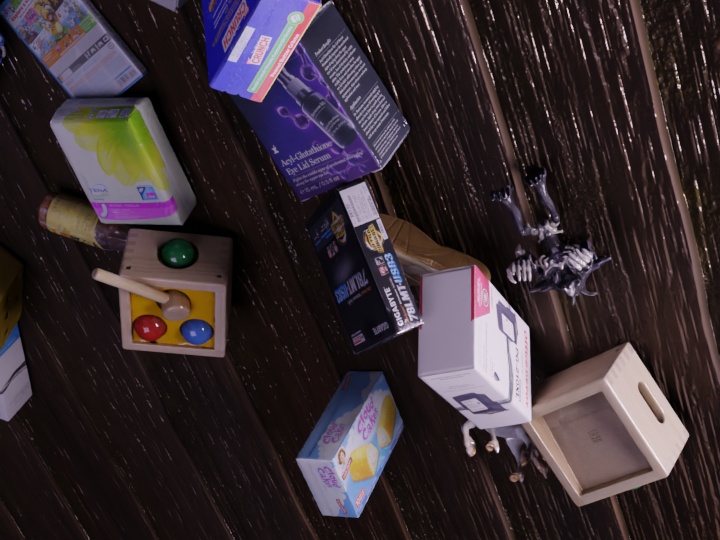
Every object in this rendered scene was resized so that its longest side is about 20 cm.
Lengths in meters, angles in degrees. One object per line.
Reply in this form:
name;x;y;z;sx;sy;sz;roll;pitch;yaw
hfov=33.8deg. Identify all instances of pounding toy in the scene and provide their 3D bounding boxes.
pounding toy;-0.286;0.033;1.745;0.182;0.143;0.201;5;135;-3
pounding toy;0.341;0.224;1.634;0.183;0.142;0.201;-30;97;41

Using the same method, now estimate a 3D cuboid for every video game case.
video game case;-0.406;-0.324;1.669;0.142;0.018;0.200;-26;110;41

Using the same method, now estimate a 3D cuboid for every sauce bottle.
sauce bottle;-0.402;-0.066;1.838;0.198;0.066;0.067;19;133;17

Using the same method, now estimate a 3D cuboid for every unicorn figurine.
unicorn figurine;0.196;0.213;1.706;0.073;0.138;0.200;-22;128;28

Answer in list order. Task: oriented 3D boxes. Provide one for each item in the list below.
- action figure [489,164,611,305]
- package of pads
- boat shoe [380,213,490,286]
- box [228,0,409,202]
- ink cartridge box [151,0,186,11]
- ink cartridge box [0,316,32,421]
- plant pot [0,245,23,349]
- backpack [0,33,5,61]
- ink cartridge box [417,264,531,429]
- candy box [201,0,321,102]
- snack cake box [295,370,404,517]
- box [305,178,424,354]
action figure;0.238;-0.025;1.496;0.118;0.102;0.201;-23;111;27
package of pads;-0.345;-0.158;1.723;0.153;0.069;0.201;3;133;26
boat shoe;0.076;-0.008;1.616;0.198;0.074;0.070;28;128;5
box;-0.057;-0.212;1.505;0.147;0.105;0.201;-20;115;39
ink cartridge box;-0.284;-0.434;1.466;0.198;0.085;0.147;26;134;7
ink cartridge box;-0.694;0.162;2.169;0.143;0.084;0.202;16;132;17
plant pot;-0.679;0.050;2.007;0.174;0.201;0.201;18;133;0
backpack;-0.592;-0.339;1.677;0.182;0.135;0.200;37;135;-2
ink cartridge box;0.153;0.105;1.560;0.083;0.146;0.200;-11;150;25
candy box;-0.120;-0.331;1.378;0.076;0.202;0.169;12;142;-27
snack cake box;-0.012;0.258;1.789;0.066;0.201;0.116;-3;125;29
box;0.000;0.000;1.569;0.200;0.049;0.201;146;105;-72
